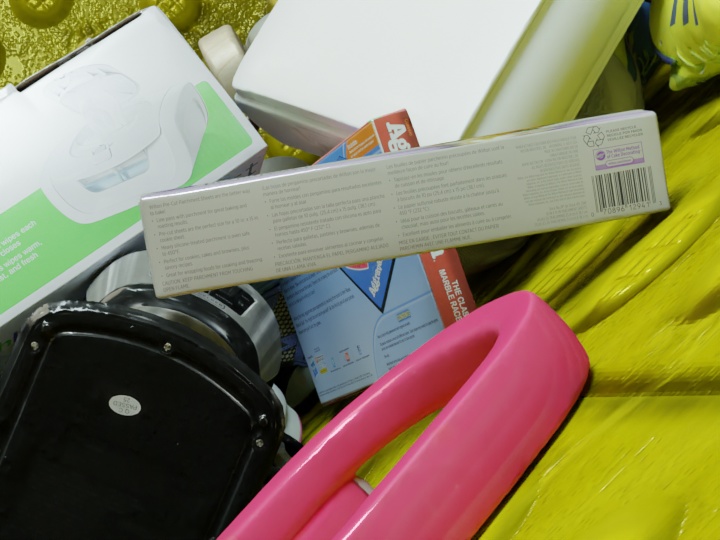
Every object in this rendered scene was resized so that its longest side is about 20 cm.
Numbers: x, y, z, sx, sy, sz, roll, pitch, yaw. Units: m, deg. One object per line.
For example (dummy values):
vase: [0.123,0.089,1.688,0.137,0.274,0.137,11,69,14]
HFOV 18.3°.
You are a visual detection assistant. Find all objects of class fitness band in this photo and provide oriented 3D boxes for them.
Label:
fitness band: [-0.003,0.082,0.705,0.200,0.037,0.143,-48,9,-37]

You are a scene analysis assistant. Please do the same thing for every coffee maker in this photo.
coffee maker: [-0.110,0.090,0.921,0.192,0.135,0.200,-43,4,5]

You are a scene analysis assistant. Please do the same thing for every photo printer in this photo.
photo printer: [0.050,-0.134,1.017,0.166,0.069,0.201,23,78,45]

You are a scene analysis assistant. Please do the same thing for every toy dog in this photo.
toy dog: [-0.028,-0.109,1.326,0.131,0.097,0.200,-24,1,21]

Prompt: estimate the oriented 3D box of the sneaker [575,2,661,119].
sneaker: [0.124,-0.113,1.123,0.076,0.105,0.200,-64,29,29]

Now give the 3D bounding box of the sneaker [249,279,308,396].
sneaker: [-0.084,0.081,1.146,0.200,0.078,0.075,-54,-11,18]

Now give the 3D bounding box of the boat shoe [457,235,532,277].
boat shoe: [0.045,-0.028,1.108,0.072,0.076,0.200,-56,0,23]

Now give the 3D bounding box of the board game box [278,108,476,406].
board game box: [0.000,0.000,0.999,0.019,0.103,0.200,-19,-3,-19]

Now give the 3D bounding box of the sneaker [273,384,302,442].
sneaker: [-0.132,0.074,1.060,0.199,0.089,0.081,-21,27,-10]

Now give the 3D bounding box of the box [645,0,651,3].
box: [0.200,-0.201,1.061,0.136,0.038,0.200,9,-40,-46]

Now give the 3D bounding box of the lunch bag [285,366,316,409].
lunch bag: [-0.020,0.005,1.265,0.200,0.082,0.161,-45,8,-10]

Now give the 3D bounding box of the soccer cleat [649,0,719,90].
soccer cleat: [0.162,-0.111,0.974,0.200,0.064,0.084,-73,8,-76]

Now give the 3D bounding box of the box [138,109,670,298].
box: [0.017,-0.026,0.847,0.199,0.042,0.039,-11,5,-3]

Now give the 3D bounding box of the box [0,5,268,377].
box: [-0.158,-0.010,1.076,0.200,0.097,0.177,-35,-11,-21]

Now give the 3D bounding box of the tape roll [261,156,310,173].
tape roll: [-0.083,0.020,1.393,0.203,0.037,0.203,-42,-23,-23]
